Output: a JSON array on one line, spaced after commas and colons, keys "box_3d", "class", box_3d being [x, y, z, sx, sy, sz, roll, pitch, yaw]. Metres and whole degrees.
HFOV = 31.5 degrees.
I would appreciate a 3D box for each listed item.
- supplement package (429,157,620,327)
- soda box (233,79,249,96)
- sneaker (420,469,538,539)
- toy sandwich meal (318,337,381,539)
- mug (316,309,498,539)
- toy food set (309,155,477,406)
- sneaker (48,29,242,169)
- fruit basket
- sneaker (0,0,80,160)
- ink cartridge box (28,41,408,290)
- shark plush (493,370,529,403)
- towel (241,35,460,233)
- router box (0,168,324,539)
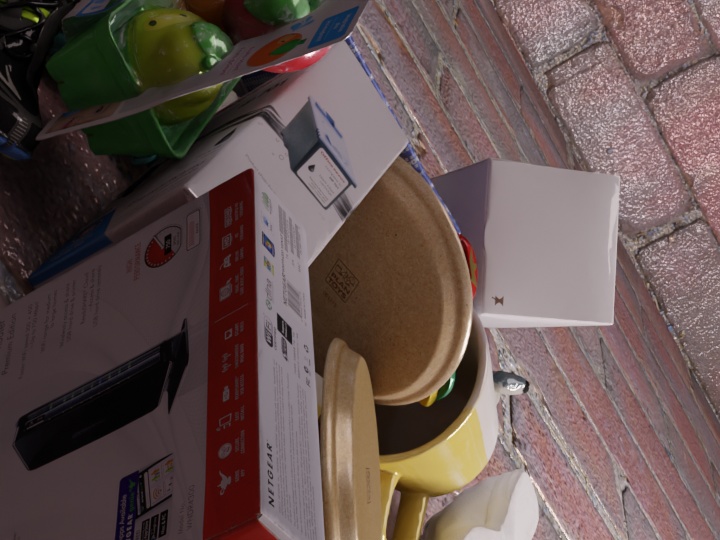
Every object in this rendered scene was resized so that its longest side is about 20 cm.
[{"box_3d": [0.116, -0.016, 1.066, 0.200, 0.118, 0.124, 172, -78, -72], "class": "supplement package"}, {"box_3d": [-0.114, -0.142, 1.002, 0.203, 0.069, 0.063, 67, 19, 5], "class": "soda box"}, {"box_3d": [0.076, 0.227, 1.018, 0.200, 0.087, 0.076, -33, 108, -61], "class": "sneaker"}, {"box_3d": [-0.029, 0.143, 0.816, 0.205, 0.069, 0.209, -3, 90, -84], "class": "toy sandwich meal"}, {"box_3d": [0.031, 0.118, 1.000, 0.149, 0.187, 0.154, 36, -12, 31], "class": "mug"}, {"box_3d": [0.000, 0.000, 0.891, 0.199, 0.200, 0.048, 35, 38, 26], "class": "toy food set"}, {"box_3d": [-0.139, -0.109, 0.877, 0.199, 0.081, 0.077, 32, -8, -31], "class": "sneaker"}, {"box_3d": [-0.072, -0.145, 0.721, 0.094, 0.198, 0.186, 58, 30, -23], "class": "fruit basket"}, {"box_3d": [-0.206, -0.152, 0.743, 0.071, 0.082, 0.202, 42, 30, -48], "class": "sneaker"}, {"box_3d": [-0.078, -0.037, 0.757, 0.086, 0.145, 0.201, 54, 38, -16], "class": "ink cartridge box"}, {"box_3d": [0.072, 0.109, 1.255, 0.198, 0.091, 0.084, 14, 29, -41], "class": "shark plush"}, {"box_3d": [-0.017, -0.106, 0.922, 0.024, 0.144, 0.202, -41, 111, -29], "class": "towel"}, {"box_3d": [-0.105, 0.073, 0.571, 0.049, 0.178, 0.202, 47, 24, -38], "class": "router box"}]
